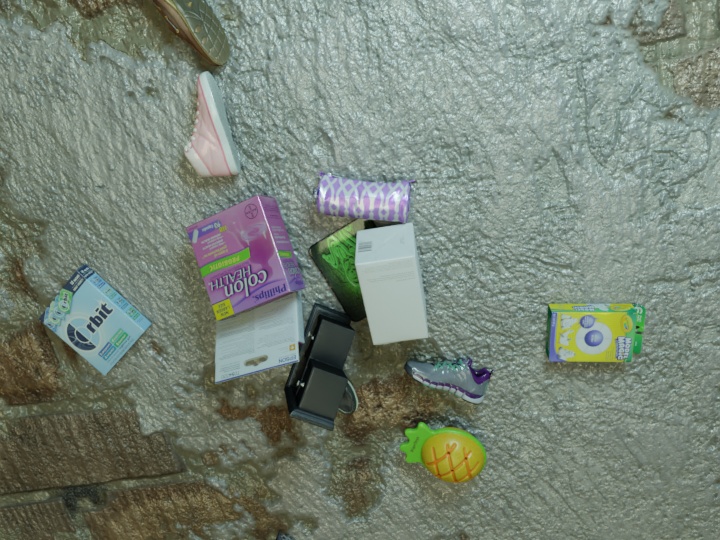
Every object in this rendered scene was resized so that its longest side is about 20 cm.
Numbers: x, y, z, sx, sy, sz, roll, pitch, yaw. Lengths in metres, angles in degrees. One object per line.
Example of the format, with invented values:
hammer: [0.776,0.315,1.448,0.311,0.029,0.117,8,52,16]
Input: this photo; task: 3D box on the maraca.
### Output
maraca: [0.187,0.411,1.413,0.196,0.107,0.140,17,113,1]

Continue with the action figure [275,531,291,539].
action figure: [-0.135,0.753,1.610,0.196,0.070,0.132,23,105,-6]

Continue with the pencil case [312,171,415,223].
pencil case: [0.007,-0.145,1.241,0.195,0.084,0.088,7,89,3]

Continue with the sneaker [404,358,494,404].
sneaker: [0.193,0.217,1.367,0.196,0.075,0.089,22,102,-14]

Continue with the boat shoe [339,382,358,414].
boat shoe: [-0.073,0.256,1.408,0.073,0.066,0.202,-24,106,15]

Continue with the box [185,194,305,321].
box: [-0.232,-0.025,1.273,0.173,0.097,0.204,-20,88,14]

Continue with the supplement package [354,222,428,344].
supplement package: [0.064,0.029,1.251,0.117,0.122,0.203,-8,123,8]

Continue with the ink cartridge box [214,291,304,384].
ink cartridge box: [-0.214,0.130,1.319,0.192,0.204,0.043,-16,147,13]

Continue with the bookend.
bookend: [-0.076,0.188,1.269,0.090,0.200,0.203,20,91,-11]

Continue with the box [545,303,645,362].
box: [0.491,0.131,1.302,0.195,0.049,0.120,-2,111,6]

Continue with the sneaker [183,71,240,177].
sneaker: [-0.311,-0.277,1.228,0.102,0.076,0.204,-10,114,5]

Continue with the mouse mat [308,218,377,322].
mouse mat: [0.000,0.000,1.334,0.159,0.008,0.202,-28,105,16]

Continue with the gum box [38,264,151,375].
gum box: [-0.608,0.116,1.434,0.200,0.045,0.170,43,110,-11]

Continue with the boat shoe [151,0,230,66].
boat shoe: [-0.323,-0.469,1.169,0.067,0.072,0.201,-15,121,47]
